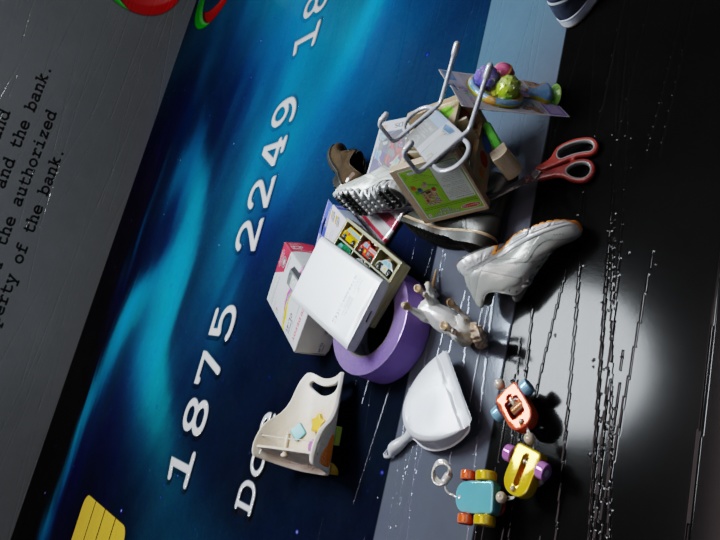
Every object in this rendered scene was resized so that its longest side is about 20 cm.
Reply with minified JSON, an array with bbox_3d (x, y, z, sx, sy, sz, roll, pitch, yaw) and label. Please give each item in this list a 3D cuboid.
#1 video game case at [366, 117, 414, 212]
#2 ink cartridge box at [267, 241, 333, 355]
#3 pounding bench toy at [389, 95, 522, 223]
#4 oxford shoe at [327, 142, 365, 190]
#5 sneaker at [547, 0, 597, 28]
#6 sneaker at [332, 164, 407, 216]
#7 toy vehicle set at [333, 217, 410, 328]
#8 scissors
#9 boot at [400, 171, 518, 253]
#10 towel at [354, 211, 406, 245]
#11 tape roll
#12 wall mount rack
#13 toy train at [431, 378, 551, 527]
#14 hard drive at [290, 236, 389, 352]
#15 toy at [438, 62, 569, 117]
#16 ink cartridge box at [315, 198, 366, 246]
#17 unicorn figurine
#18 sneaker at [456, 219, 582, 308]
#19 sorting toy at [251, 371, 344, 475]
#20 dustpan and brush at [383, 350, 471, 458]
[{"bbox_3d":[0.081,-0.215,1.262,0.179,0.023,0.206,2,73,49],"label":"video game case"},{"bbox_3d":[-0.114,0.055,1.316,0.201,0.083,0.151,52,126,51],"label":"ink cartridge box"},{"bbox_3d":[0.171,-0.194,1.012,0.196,0.124,0.159,-11,47,37],"label":"pounding bench toy"},{"bbox_3d":[-0.022,-0.234,1.390,0.084,0.072,0.202,-45,36,20],"label":"oxford shoe"},{"bbox_3d":[0.369,-0.512,1.019,0.202,0.107,0.070,-55,38,14],"label":"sneaker"},{"bbox_3d":[0.027,-0.160,1.232,0.196,0.075,0.083,-1,55,45],"label":"sneaker"},{"bbox_3d":[0.000,0.000,1.156,0.126,0.026,0.200,-59,40,9],"label":"toy vehicle set"},{"bbox_3d":[0.273,-0.153,0.986,0.195,0.014,0.076,-12,67,32],"label":"scissors"},{"bbox_3d":[0.173,-0.111,1.088,0.197,0.077,0.142,19,81,41],"label":"boot"},{"bbox_3d":[0.046,-0.132,1.292,0.203,0.022,0.144,-57,38,12],"label":"towel"},{"bbox_3d":[0.036,0.097,1.143,0.198,0.065,0.206,-30,49,40],"label":"tape roll"},{"bbox_3d":[0.117,-0.238,0.935,0.173,0.075,0.202,-40,37,9],"label":"wall mount rack"},{"bbox_3d":[0.193,0.257,0.869,0.201,0.055,0.151,-51,38,15],"label":"toy train"},{"bbox_3d":[-0.042,0.037,1.135,0.199,0.026,0.134,35,99,47],"label":"hard drive"},{"bbox_3d":[0.233,-0.296,0.999,0.117,0.194,0.048,-109,31,-45],"label":"toy"},{"bbox_3d":[-0.033,-0.051,1.303,0.200,0.041,0.122,50,130,49],"label":"ink cartridge box"},{"bbox_3d":[0.128,0.066,1.010,0.074,0.137,0.201,-45,54,8],"label":"unicorn figurine"},{"bbox_3d":[0.246,-0.008,0.946,0.197,0.075,0.095,-26,78,31],"label":"sneaker"},{"bbox_3d":[-0.089,0.277,1.182,0.197,0.106,0.185,-12,55,48],"label":"sorting toy"},{"bbox_3d":[0.096,0.242,1.007,0.199,0.057,0.142,-39,42,22],"label":"dustpan and brush"}]
